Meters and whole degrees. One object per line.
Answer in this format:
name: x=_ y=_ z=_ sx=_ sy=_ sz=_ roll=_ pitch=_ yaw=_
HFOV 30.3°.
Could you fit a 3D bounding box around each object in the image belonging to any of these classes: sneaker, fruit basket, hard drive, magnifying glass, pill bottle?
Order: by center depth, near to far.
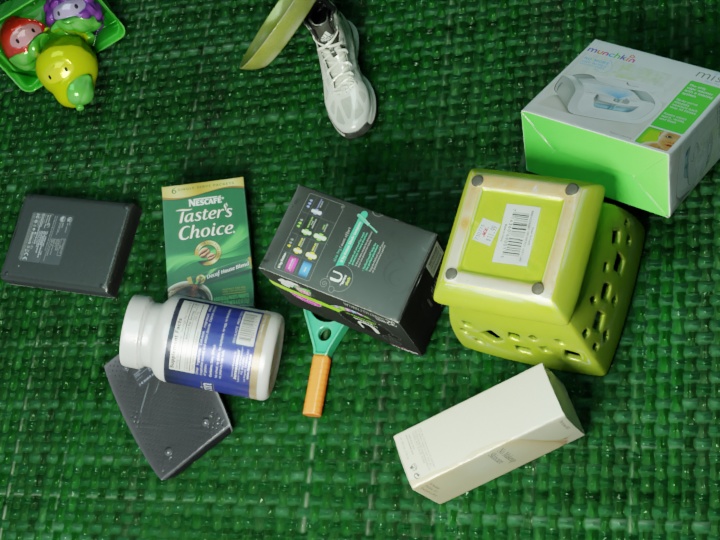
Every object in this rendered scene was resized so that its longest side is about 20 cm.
pill bottle: x=-0.205 y=0.095 z=1.725 sx=0.198 sy=0.116 sz=0.117 roll=11 pitch=73 yaw=4
magnifying glass: x=-0.047 y=0.092 z=1.744 sx=0.079 sy=0.022 sz=0.202 roll=1 pitch=71 yaw=25
hard drive: x=-0.256 y=0.171 z=1.797 sx=0.135 sy=0.042 sz=0.201 roll=-38 pitch=59 yaw=7
sneaker: x=-0.040 y=-0.285 z=1.836 sx=0.075 sy=0.115 sz=0.202 roll=-20 pitch=63 yaw=16
hard drive: x=-0.428 y=-0.039 z=1.966 sx=0.199 sy=0.033 sz=0.141 roll=6 pitch=73 yaw=27
fruit basket: x=-0.471 y=-0.350 z=2.056 sx=0.214 sy=0.156 sz=0.217 roll=-19 pitch=46 yaw=21

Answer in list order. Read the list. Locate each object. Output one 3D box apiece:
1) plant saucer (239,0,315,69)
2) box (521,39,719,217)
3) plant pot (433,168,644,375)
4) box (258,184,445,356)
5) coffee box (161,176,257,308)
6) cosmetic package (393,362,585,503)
plant saucer: x=-0.103 y=-0.361 z=1.885 sx=0.200 sy=0.031 sz=0.200 roll=-51 pitch=16 yaw=20
box: x=0.324 y=-0.173 z=1.592 sx=0.199 sy=0.097 sz=0.176 roll=23 pitch=52 yaw=34
plant pot: x=0.206 y=-0.009 z=1.575 sx=0.198 sy=0.181 sz=0.201 roll=10 pitch=73 yaw=28
box: x=0.000 y=0.000 z=1.670 sx=0.199 sy=0.149 sz=0.125 roll=20 pitch=77 yaw=21
coffee box: x=-0.209 y=-0.027 z=1.833 sx=0.122 sy=0.044 sz=0.202 roll=-6 pitch=66 yaw=1
cosmetic package: x=0.152 y=0.194 z=1.564 sx=0.199 sy=0.103 sz=0.074 roll=-28 pitch=62 yaw=14
